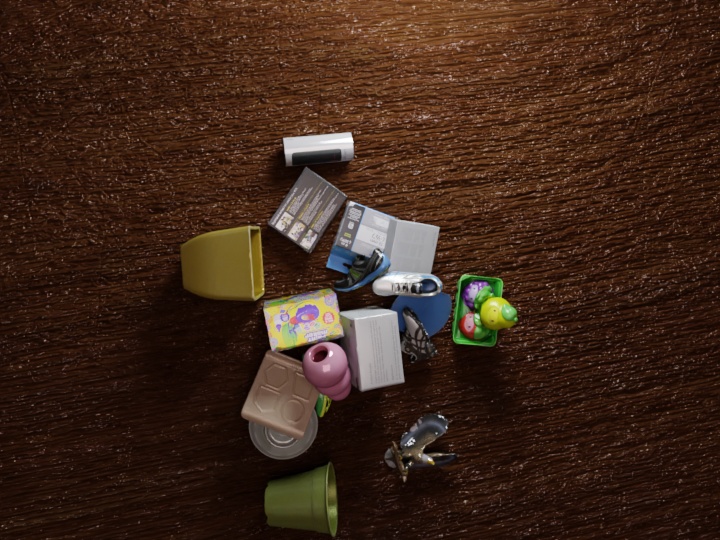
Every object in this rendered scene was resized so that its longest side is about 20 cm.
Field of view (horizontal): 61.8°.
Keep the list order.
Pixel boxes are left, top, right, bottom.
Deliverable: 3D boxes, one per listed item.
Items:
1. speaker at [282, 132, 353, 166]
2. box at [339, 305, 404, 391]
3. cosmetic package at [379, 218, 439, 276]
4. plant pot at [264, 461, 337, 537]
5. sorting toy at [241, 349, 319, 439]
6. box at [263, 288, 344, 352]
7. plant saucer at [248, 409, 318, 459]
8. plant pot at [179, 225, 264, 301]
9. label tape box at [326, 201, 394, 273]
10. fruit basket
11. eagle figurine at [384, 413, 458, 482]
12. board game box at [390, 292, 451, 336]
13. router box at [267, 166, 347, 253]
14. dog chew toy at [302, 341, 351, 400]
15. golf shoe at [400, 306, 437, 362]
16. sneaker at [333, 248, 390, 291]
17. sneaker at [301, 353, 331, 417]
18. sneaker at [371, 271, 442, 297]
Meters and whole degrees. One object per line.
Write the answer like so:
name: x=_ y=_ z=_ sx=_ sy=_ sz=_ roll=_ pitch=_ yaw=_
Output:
speaker: x=-0.119 y=-0.345 z=1.709 sx=0.198 sy=0.081 sz=0.082 roll=-6 pitch=94 yaw=-9
box: x=0.024 y=0.214 z=1.697 sx=0.129 sy=0.200 sz=0.201 roll=-7 pitch=94 yaw=-16
cosmetic package: x=0.140 y=-0.040 z=1.749 sx=0.149 sy=0.052 sz=0.202 roll=7 pitch=98 yaw=-27
plant pot: x=-0.171 y=0.659 z=1.717 sx=0.188 sy=0.200 sz=0.202 roll=-6 pitch=94 yaw=3
sorting toy: x=-0.213 y=0.345 z=1.679 sx=0.184 sy=0.037 sz=0.202 roll=22 pitch=71 yaw=-2
box: x=-0.161 y=0.134 z=1.672 sx=0.198 sy=0.193 sz=0.123 roll=-11 pitch=95 yaw=-8
plant saucer: x=-0.218 y=0.443 z=1.703 sx=0.198 sy=0.050 sz=0.202 roll=0 pitch=93 yaw=-7
plant pot: x=-0.378 y=-0.017 z=1.637 sx=0.198 sy=0.196 sz=0.197 roll=-4 pitch=94 yaw=-2
label tape box: x=0.000 y=-0.083 z=1.749 sx=0.142 sy=0.066 sz=0.202 roll=19 pitch=88 yaw=-10
fruit basket: x=0.356 y=0.120 z=1.747 sx=0.154 sy=0.216 sz=0.218 roll=6 pitch=92 yaw=-9
eagle figurine: x=0.182 y=0.543 z=1.798 sx=0.199 sy=0.151 sz=0.153 roll=-23 pitch=142 yaw=-35
board game box: x=0.174 y=0.113 z=1.786 sx=0.198 sy=0.039 sz=0.159 roll=18 pitch=111 yaw=-27
router box: x=-0.151 y=-0.172 z=1.727 sx=0.149 sy=0.051 sz=0.201 roll=35 pitch=88 yaw=-7
dog chew toy: x=-0.081 y=0.284 z=1.637 sx=0.124 sy=0.125 sz=0.201 roll=-29 pitch=134 yaw=-6
golf shoe: x=0.152 y=0.197 z=1.756 sx=0.094 sy=0.078 sz=0.201 roll=-27 pitch=121 yaw=1
sneaker: x=0.000 y=0.000 z=1.721 sx=0.199 sy=0.071 sz=0.083 roll=-33 pitch=83 yaw=33
sneaker: x=-0.129 y=0.327 z=1.759 sx=0.083 sy=0.074 sz=0.202 roll=-4 pitch=97 yaw=16
sneaker: x=0.132 y=0.041 z=1.678 sx=0.198 sy=0.072 sz=0.073 roll=-1 pitch=99 yaw=-6
